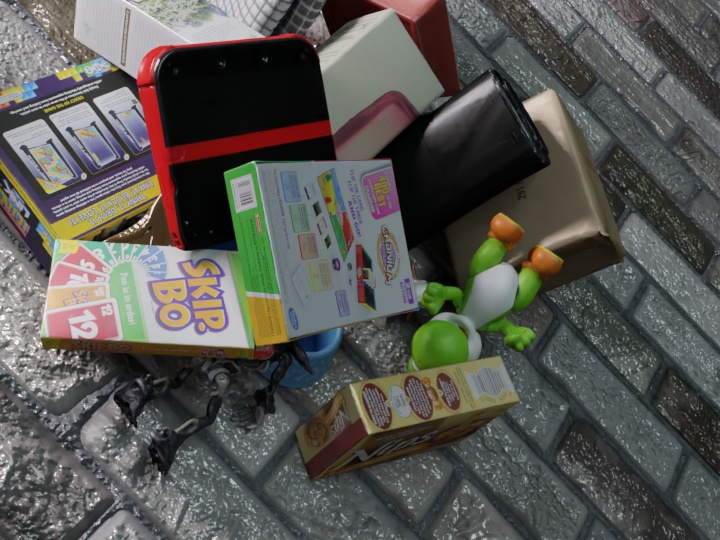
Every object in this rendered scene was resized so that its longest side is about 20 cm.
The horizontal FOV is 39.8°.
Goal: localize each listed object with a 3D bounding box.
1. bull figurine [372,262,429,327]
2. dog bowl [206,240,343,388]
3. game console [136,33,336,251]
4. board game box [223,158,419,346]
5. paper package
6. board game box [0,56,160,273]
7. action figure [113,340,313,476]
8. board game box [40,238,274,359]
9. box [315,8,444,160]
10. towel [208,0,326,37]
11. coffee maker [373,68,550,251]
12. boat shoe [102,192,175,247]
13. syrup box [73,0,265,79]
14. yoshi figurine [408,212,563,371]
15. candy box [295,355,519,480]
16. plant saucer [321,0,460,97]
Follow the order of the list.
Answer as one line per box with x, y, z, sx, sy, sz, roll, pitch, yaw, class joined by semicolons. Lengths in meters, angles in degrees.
0.000;0.000;1.072;0.198;0.066;0.121;32;10;-3;bull figurine
-0.101;0.031;1.004;0.199;0.050;0.112;37;46;-9;dog bowl
-0.106;-0.124;0.921;0.198;0.031;0.180;-17;102;-40;game console
-0.029;-0.022;0.915;0.198;0.040;0.156;-8;87;-52;board game box
0.191;-0.078;1.181;0.103;0.188;0.203;32;40;-54;paper package
-0.270;-0.112;0.978;0.166;0.057;0.199;52;45;4;board game box
-0.126;0.089;0.913;0.199;0.102;0.119;-35;81;-28;action figure
-0.171;0.026;0.868;0.196;0.030;0.097;5;60;-10;board game box
-0.030;-0.170;1.066;0.200;0.127;0.110;-43;110;-14;box
-0.117;-0.312;1.127;0.085;0.166;0.202;13;41;-34;towel
0.099;-0.110;1.079;0.135;0.198;0.193;52;19;-16;coffee maker
-0.200;-0.011;0.933;0.072;0.065;0.201;38;73;7;boat shoe
-0.188;-0.231;1.002;0.199;0.082;0.079;34;43;14;syrup box
0.121;0.044;1.048;0.111;0.201;0.112;32;8;-41;yoshi figurine
0.048;0.144;0.984;0.197;0.116;0.056;-5;62;-37;candy box
0.022;-0.295;1.200;0.198;0.200;0.037;31;76;22;plant saucer
